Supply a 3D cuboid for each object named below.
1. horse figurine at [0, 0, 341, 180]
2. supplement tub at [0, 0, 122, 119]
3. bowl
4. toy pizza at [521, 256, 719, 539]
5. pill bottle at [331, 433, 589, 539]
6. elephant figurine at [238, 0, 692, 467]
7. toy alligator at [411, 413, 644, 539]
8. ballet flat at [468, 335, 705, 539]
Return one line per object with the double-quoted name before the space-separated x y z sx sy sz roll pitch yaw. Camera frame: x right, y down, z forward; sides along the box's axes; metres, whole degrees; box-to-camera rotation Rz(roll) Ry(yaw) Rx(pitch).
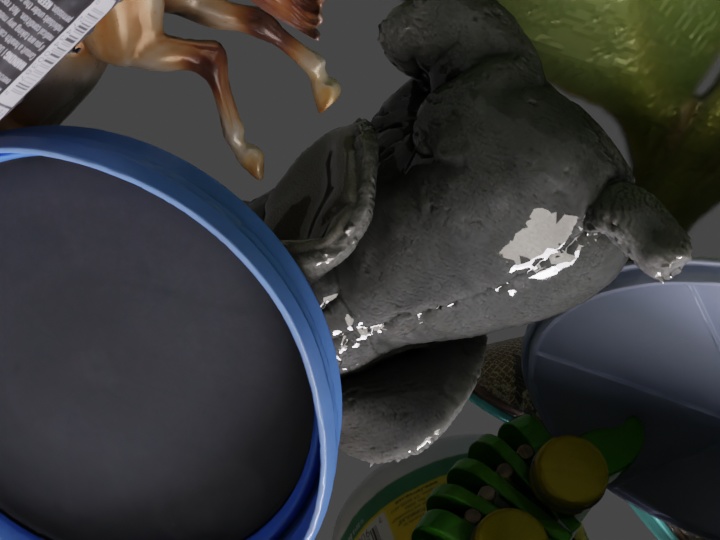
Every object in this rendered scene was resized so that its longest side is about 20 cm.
"horse figurine" -0.096 -0.067 1.069 0.200 0.050 0.133 -39 102 25
"supplement tub" -0.171 -0.073 0.988 0.200 0.107 0.107 -44 134 6
"bowl" -0.099 0.040 1.065 0.200 0.039 0.201 9 119 17
"toy pizza" 0.162 0.052 1.180 0.200 0.032 0.200 16 147 10
"pill bottle" 0.065 0.177 1.285 0.112 0.200 0.113 -11 136 -11
"elephant figurine" 0.000 0.000 1.110 0.200 0.142 0.155 -36 176 -1
"toy alligator" 0.038 0.114 1.146 0.200 0.054 0.059 -47 170 -30
"ballet flat" 0.120 0.066 1.299 0.200 0.068 0.075 38 91 -36
